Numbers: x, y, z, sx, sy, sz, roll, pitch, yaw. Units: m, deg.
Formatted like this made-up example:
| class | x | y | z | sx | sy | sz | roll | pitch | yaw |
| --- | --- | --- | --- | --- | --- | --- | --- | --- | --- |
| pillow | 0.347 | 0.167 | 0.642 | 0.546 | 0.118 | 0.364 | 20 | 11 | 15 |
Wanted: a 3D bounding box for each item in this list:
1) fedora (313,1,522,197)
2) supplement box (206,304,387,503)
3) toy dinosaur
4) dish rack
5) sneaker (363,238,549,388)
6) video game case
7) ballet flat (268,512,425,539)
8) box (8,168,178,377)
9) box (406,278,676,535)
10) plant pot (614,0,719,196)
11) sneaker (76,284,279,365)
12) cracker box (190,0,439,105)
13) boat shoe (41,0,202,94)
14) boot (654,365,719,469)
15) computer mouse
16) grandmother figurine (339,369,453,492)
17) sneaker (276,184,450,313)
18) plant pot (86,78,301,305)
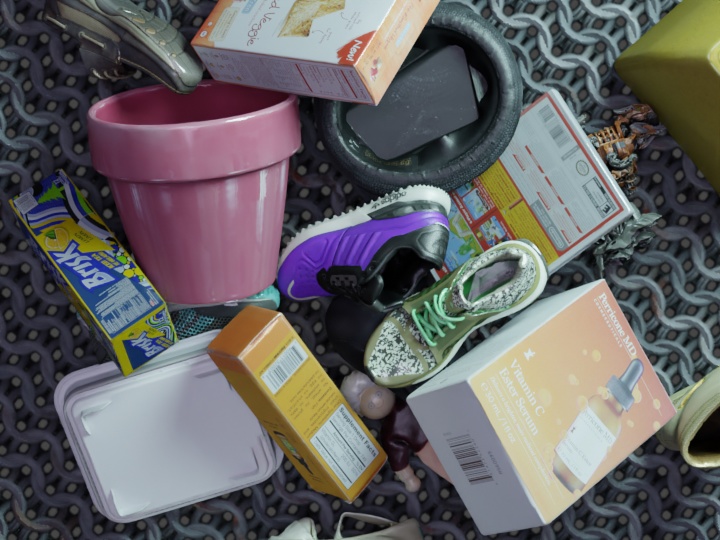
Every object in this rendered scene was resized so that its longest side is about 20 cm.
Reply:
| class | x | y | z | sx | sy | sz | roll | pitch | yaw |
| --- | --- | --- | --- | --- | --- | --- | --- | --- | --- |
| fedora | 0.054 | -0.162 | 1.628 | 0.198 | 0.092 | 0.203 | 0 | 93 | 1 |
| supplement box | -0.059 | 0.128 | 1.615 | 0.069 | 0.066 | 0.201 | -45 | 119 | -23 |
| toy dinosaur | 0.221 | -0.070 | 1.647 | 0.200 | 0.102 | 0.136 | -45 | 76 | 20 |
| dish rack | -0.184 | 0.159 | 1.645 | 0.198 | 0.044 | 0.173 | -17 | 113 | 1 |
| sneaker | 0.081 | 0.033 | 1.564 | 0.199 | 0.089 | 0.077 | -37 | 75 | 2 |
| video game case | 0.144 | -0.056 | 1.620 | 0.199 | 0.017 | 0.144 | -37 | 73 | 20 |
| ballet flat | -0.031 | 0.273 | 1.672 | 0.197 | 0.069 | 0.070 | -3 | 93 | -1 |
| box | -0.252 | 0.000 | 1.599 | 0.064 | 0.070 | 0.200 | -32 | 58 | -14 |
| box | 0.171 | 0.127 | 1.586 | 0.199 | 0.106 | 0.153 | -34 | 96 | -33 |
| plant pot | 0.378 | -0.188 | 1.570 | 0.194 | 0.200 | 0.196 | -41 | 91 | 2 |
| sneaker | -0.173 | 0.055 | 1.662 | 0.198 | 0.078 | 0.092 | -8 | 109 | 4 |
| cracker box | -0.042 | -0.231 | 1.568 | 0.198 | 0.058 | 0.135 | 12 | 60 | 35 |
| boat shoe | -0.230 | -0.217 | 1.624 | 0.200 | 0.074 | 0.074 | 40 | 109 | 27 |
| boot | 0.376 | 0.116 | 1.606 | 0.199 | 0.155 | 0.073 | -30 | 92 | 2 |
| computer mouse | 0.058 | 0.076 | 1.637 | 0.199 | 0.053 | 0.139 | 32 | 56 | 5 |
| grandmother figurine | 0.069 | 0.156 | 1.662 | 0.199 | 0.061 | 0.122 | 31 | 78 | -3 |
| sneaker | 0.000 | 0.000 | 1.602 | 0.199 | 0.069 | 0.100 | -26 | 51 | 30 |
| plant pot | -0.149 | -0.073 | 1.597 | 0.197 | 0.200 | 0.181 | -4 | 109 | 1 |
